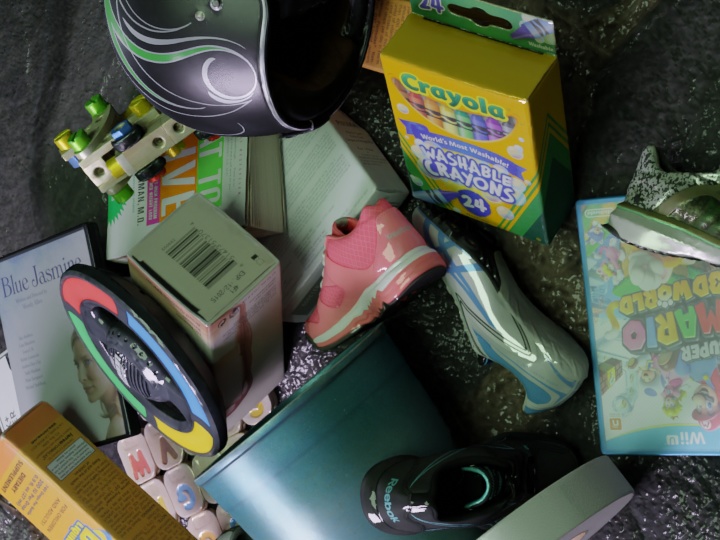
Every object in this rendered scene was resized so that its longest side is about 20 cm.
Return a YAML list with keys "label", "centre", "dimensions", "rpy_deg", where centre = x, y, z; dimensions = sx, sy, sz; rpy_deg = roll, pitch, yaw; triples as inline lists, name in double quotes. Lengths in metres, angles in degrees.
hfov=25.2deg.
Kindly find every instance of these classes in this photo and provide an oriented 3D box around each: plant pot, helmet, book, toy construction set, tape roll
- label: "plant pot"
  centre: [-0.001, 0.179, 1.310]
  dimensions: [0.200, 0.200, 0.188]
  rpy_deg: [-40, 89, 31]
- label: "helmet"
  centre: [-0.104, -0.206, 1.243]
  dimensions: [0.190, 0.200, 0.201]
  rpy_deg: [20, 108, 29]
- label: "book"
  centre: [-0.151, -0.086, 1.431]
  dimensions: [0.199, 0.048, 0.135]
  rpy_deg: [-11, 76, 44]
- label: "toy construction set"
  centre: [-0.175, -0.139, 1.383]
  dimensions: [0.092, 0.131, 0.200]
  rpy_deg: [37, 105, -21]
- label: "tape roll"
  centre: [0.119, 0.215, 1.219]
  dimensions: [0.203, 0.202, 0.037]
  rpy_deg: [-47, 72, 30]

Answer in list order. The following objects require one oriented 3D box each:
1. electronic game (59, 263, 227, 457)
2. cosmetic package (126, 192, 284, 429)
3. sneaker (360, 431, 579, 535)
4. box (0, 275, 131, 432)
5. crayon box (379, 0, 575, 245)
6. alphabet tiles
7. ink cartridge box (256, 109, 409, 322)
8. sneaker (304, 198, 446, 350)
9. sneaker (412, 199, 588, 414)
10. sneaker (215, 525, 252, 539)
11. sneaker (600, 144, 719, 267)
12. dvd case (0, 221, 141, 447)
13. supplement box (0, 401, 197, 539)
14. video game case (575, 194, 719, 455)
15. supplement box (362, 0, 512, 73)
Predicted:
- label: "electronic game"
  centre: [-0.183, 0.077, 1.356]
  dimensions: [0.200, 0.042, 0.200]
  rpy_deg: [39, 155, 22]
- label: "cosmetic package"
  centre: [-0.128, 0.041, 1.367]
  dimensions: [0.103, 0.087, 0.200]
  rpy_deg: [38, 155, 21]
- label: "sneaker"
  centre: [0.099, 0.167, 1.227]
  dimensions: [0.079, 0.199, 0.076]
  rpy_deg: [-13, 86, 55]
- label: "box"
  centre: [-0.268, 0.101, 1.545]
  dimensions: [0.200, 0.060, 0.117]
  rpy_deg: [-33, 72, 33]
- label: "crayon box"
  centre: [0.088, -0.115, 1.208]
  dimensions: [0.125, 0.052, 0.201]
  rpy_deg: [21, 150, 26]
- label: "alphabet tiles"
  centre: [-0.145, 0.168, 1.505]
  dimensions: [0.199, 0.015, 0.197]
  rpy_deg: [-29, 80, 33]
- label: "ink cartridge box"
  centre: [-0.063, -0.081, 1.406]
  dimensions: [0.160, 0.047, 0.200]
  rpy_deg: [-51, 55, 29]
- label: "sneaker"
  centre: [0.000, 0.000, 1.321]
  dimensions: [0.087, 0.074, 0.200]
  rpy_deg: [59, 148, 6]
- label: "sneaker"
  centre: [0.099, 0.027, 1.284]
  dimensions: [0.072, 0.072, 0.200]
  rpy_deg: [-45, 71, 23]
- label: "sneaker"
  centre: [-0.074, 0.313, 1.438]
  dimensions: [0.200, 0.074, 0.080]
  rpy_deg: [45, 122, 21]
- label: "sneaker"
  centre: [0.270, -0.045, 1.142]
  dimensions: [0.199, 0.077, 0.089]
  rpy_deg: [14, 95, 29]
- label: "dvd case"
  centre: [-0.277, 0.069, 1.500]
  dimensions: [0.142, 0.018, 0.201]
  rpy_deg: [-19, 81, 36]
- label: "supplement box"
  centre: [-0.242, 0.215, 1.447]
  dimensions: [0.200, 0.069, 0.067]
  rpy_deg: [40, 128, 4]
- label: "video game case"
  centre: [0.239, 0.040, 1.223]
  dimensions: [0.142, 0.018, 0.201]
  rpy_deg: [-4, 95, 34]
- label: "supplement box"
  centre: [0.022, -0.195, 1.309]
  dimensions: [0.199, 0.066, 0.069]
  rpy_deg: [19, 107, 31]
